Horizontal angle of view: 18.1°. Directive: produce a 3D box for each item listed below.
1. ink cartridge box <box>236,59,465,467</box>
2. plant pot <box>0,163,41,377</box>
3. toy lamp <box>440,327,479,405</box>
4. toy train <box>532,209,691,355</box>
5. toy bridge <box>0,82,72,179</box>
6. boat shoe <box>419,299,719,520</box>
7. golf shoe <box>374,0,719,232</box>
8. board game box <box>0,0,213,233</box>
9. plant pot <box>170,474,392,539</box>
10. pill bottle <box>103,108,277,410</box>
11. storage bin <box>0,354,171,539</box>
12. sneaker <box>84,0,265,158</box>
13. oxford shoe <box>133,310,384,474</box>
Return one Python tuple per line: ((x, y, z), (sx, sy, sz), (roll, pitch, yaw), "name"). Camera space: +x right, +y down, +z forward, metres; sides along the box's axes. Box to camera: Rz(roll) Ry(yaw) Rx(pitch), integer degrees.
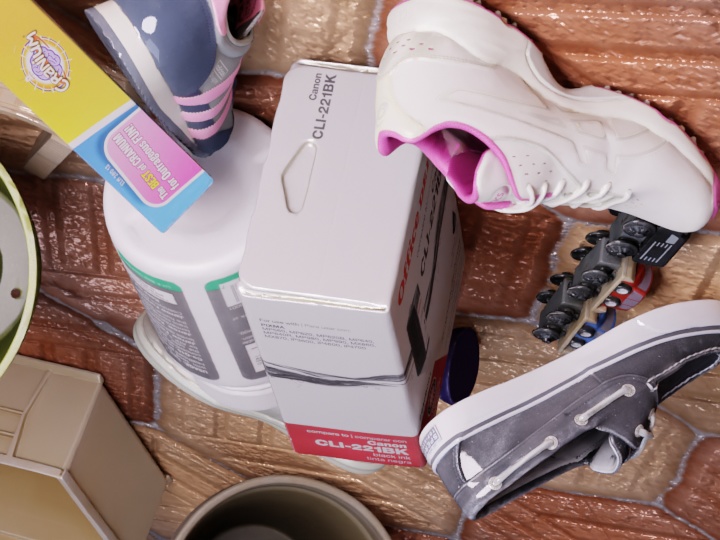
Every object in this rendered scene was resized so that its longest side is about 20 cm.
((0.000, 0.000, 1.237), (0.083, 0.145, 0.200), (6, 153, 12), "ink cartridge box")
((-0.279, -0.001, 1.402), (0.200, 0.201, 0.193), (20, -178, 4), "plant pot")
((-0.024, 0.046, 1.469), (0.199, 0.058, 0.058), (7, 152, 24), "toy lamp")
((0.142, 0.002, 1.273), (0.046, 0.034, 0.200), (12, 156, -9), "toy train")
((-0.185, -0.078, 1.376), (0.199, 0.027, 0.067), (30, 154, -15), "toy bridge")
((0.134, 0.080, 1.261), (0.068, 0.199, 0.072), (59, 158, 25), "boat shoe")
((0.089, -0.057, 1.124), (0.199, 0.092, 0.075), (27, 153, -17), "golf shoe")
((-0.177, -0.119, 1.174), (0.200, 0.040, 0.153), (45, 179, -37), "board game box")
((-0.077, 0.263, 1.828), (0.199, 0.201, 0.173), (26, 171, -10), "plant pot")
((-0.078, 0.000, 1.345), (0.113, 0.113, 0.200), (14, 154, 16), "pill bottle")
((-0.280, 0.149, 1.839), (0.198, 0.094, 0.200), (11, 154, 20), "storage bin")
((-0.079, -0.113, 1.176), (0.070, 0.082, 0.200), (54, 180, 8), "sneaker")
((-0.059, 0.070, 1.541), (0.199, 0.075, 0.058), (27, 128, -2), "oxford shoe")
